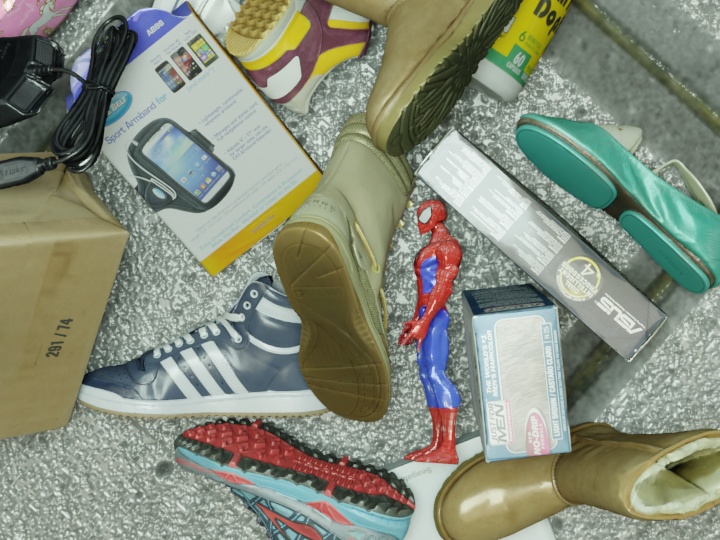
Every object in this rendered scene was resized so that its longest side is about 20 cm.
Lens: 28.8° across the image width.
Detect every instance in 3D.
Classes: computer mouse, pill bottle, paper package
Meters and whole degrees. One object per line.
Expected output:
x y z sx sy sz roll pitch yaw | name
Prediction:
-0.251 -0.105 0.972 0.198 0.046 0.141 -3 55 17 | computer mouse
0.116 -0.237 1.037 0.112 0.113 0.201 31 94 0 | pill bottle
-0.284 0.025 1.000 0.104 0.189 0.201 50 132 36 | paper package

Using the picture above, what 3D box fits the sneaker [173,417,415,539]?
-0.061 0.185 1.086 0.199 0.079 0.096 20 110 16 | sneaker

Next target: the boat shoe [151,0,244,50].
-0.117 -0.201 1.070 0.065 0.074 0.201 22 96 5 | boat shoe

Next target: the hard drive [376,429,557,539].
0.094 0.235 1.112 0.131 0.027 0.202 -21 92 4 | hard drive

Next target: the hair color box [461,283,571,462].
0.109 0.068 1.013 0.060 0.200 0.101 -6 94 3 | hair color box

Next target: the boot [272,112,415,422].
0.000 0.000 1.059 0.072 0.156 0.201 1 131 22 | boot

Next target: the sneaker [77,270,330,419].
-0.120 0.056 1.088 0.198 0.070 0.110 0 99 -4 | sneaker

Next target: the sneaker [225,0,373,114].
-0.017 -0.215 1.073 0.200 0.075 0.090 -51 129 -10 | sneaker

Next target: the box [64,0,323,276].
-0.128 -0.105 1.053 0.119 0.042 0.200 -37 117 4 | box

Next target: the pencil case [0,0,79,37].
-0.262 -0.201 1.069 0.083 0.087 0.200 39 95 -26 | pencil case

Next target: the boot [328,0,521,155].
-0.008 -0.187 0.963 0.199 0.066 0.176 30 67 19 | boot

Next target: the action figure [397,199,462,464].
0.054 0.046 1.076 0.051 0.065 0.202 4 84 -4 | action figure

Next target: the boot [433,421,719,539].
0.156 0.153 0.997 0.174 0.200 0.067 -26 94 -15 | boot

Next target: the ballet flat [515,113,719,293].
0.209 -0.068 1.076 0.200 0.067 0.071 40 70 0 | ballet flat

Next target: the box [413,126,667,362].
0.128 -0.025 1.027 0.200 0.161 0.049 41 95 -1 | box
